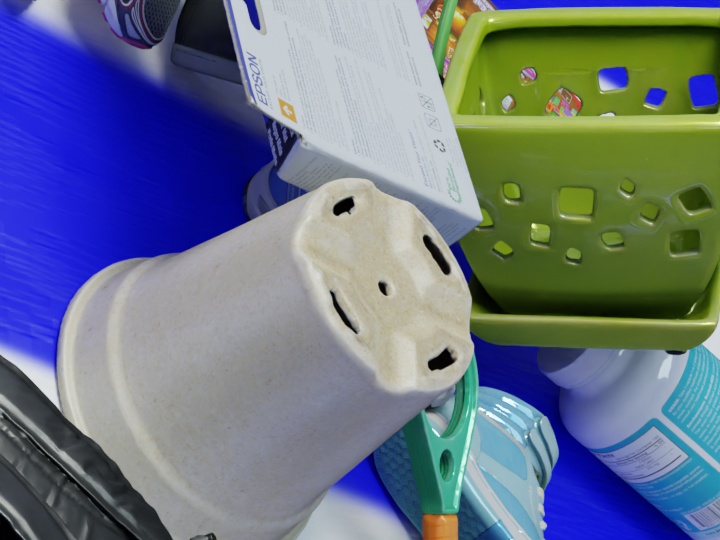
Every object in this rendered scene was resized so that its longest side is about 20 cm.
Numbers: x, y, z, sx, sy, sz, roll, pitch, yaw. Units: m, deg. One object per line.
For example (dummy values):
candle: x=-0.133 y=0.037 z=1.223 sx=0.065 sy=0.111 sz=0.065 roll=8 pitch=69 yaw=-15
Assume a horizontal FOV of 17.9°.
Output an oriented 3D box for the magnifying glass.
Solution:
magnifying glass: x=0.049 y=0.127 z=1.387 sx=0.079 sy=0.022 sz=0.201 roll=9 pitch=81 yaw=-60

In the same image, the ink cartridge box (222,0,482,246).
ink cartridge box: x=-0.025 y=-0.125 z=1.369 sx=0.199 sy=0.041 sz=0.200 roll=25 pitch=38 yaw=-41

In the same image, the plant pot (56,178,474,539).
plant pot: x=-0.041 y=0.044 z=1.313 sx=0.200 sy=0.183 sz=0.201 roll=28 pitch=45 yaw=-33

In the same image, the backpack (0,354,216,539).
backpack: x=-0.177 y=0.147 z=1.136 sx=0.200 sy=0.126 sz=0.167 roll=51 pitch=26 yaw=-7

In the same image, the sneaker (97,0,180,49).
sneaker: x=-0.103 y=-0.231 z=1.423 sx=0.074 sy=0.201 sz=0.081 roll=27 pitch=12 yaw=19

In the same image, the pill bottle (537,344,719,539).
pill bottle: x=0.218 y=0.103 z=1.622 sx=0.200 sy=0.111 sz=0.111 roll=41 pitch=40 yaw=-21

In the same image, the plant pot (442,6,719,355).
plant pot: x=0.160 y=-0.057 z=1.530 sx=0.200 sy=0.198 sz=0.182 roll=-68 pitch=157 yaw=-61

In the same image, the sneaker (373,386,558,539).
sneaker: x=0.104 y=0.161 z=1.481 sx=0.130 sy=0.079 sz=0.201 roll=-27 pitch=86 yaw=-52

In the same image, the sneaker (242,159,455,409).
sneaker: x=0.000 y=0.000 z=1.457 sx=0.076 sy=0.077 sz=0.200 roll=-16 pitch=66 yaw=-53

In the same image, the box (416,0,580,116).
box: x=0.106 y=-0.120 z=1.716 sx=0.200 sy=0.039 sz=0.137 roll=46 pitch=39 yaw=-15

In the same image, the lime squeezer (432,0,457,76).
lime squeezer: x=0.066 y=-0.095 z=1.619 sx=0.038 sy=0.070 sz=0.201 roll=-136 pitch=-153 yaw=-62

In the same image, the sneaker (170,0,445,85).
sneaker: x=-0.019 y=-0.164 z=1.507 sx=0.199 sy=0.107 sz=0.075 roll=11 pitch=10 yaw=-23
